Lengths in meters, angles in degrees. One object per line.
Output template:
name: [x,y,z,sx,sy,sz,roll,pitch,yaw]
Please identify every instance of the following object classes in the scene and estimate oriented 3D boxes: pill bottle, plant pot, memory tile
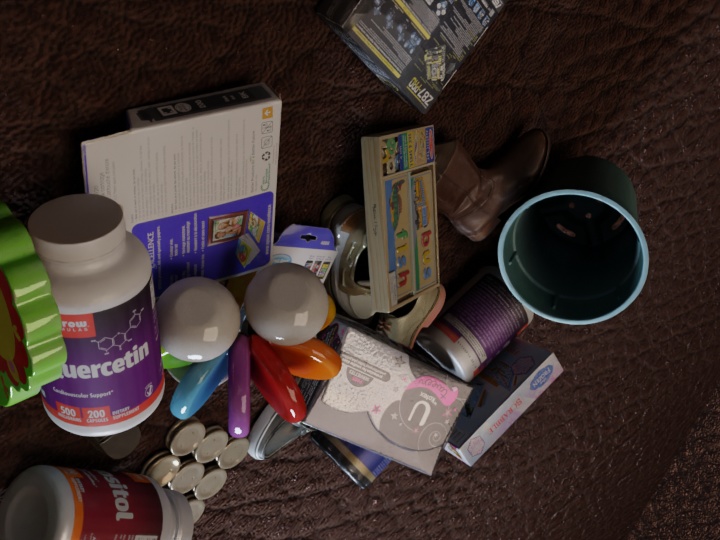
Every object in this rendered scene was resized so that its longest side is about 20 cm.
pill bottle: [0.032,0.201,1.336,0.200,0.112,0.112,-46,146,-10]
pill bottle: [-0.234,0.039,0.819,0.112,0.112,0.202,-26,134,-33]
plant pot: [0.309,-0.059,1.331,0.196,0.198,0.202,-57,164,-57]
pill bottle: [-0.281,0.276,1.021,0.199,0.113,0.113,24,102,-53]
memory tile: [-0.233,0.275,1.172,0.201,0.017,0.153,-53,146,2]
pill bottle: [0.186,0.065,1.394,0.200,0.111,0.112,-41,145,-15]

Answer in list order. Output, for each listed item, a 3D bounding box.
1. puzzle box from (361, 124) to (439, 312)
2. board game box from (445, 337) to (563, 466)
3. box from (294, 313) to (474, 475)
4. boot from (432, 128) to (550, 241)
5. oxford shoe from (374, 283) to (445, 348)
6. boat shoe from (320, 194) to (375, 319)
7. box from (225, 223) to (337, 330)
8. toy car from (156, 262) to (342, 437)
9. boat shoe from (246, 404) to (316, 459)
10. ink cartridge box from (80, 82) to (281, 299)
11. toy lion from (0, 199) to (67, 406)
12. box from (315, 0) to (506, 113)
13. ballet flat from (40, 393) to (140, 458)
puzzle box: [0.050,-0.064,1.095,0.133,0.025,0.202,-25,115,-56]
board game box: [0.168,0.176,1.403,0.199,0.200,0.041,-42,117,-14]
box: [0.019,0.152,1.181,0.199,0.115,0.133,27,89,-25]
boot: [0.154,-0.141,1.220,0.187,0.064,0.200,-57,142,3]
oxford shoe: [0.037,0.086,1.284,0.201,0.070,0.074,-60,142,-7]
boat shoe: [0.000,0.000,1.150,0.075,0.068,0.201,-39,144,-18]
box: [-0.104,0.031,1.083,0.119,0.041,0.201,4,115,-51]
toy car: [-0.114,0.090,0.942,0.198,0.151,0.175,-9,161,-11]
boat shoe: [-0.069,0.178,1.242,0.200,0.057,0.069,-48,147,-8]
ink cartridge box: [-0.172,-0.067,0.899,0.199,0.043,0.200,-19,134,-31]
toy lion: [-0.282,0.028,0.726,0.068,0.191,0.201,-24,138,-35]
box: [0.060,-0.278,0.986,0.162,0.049,0.200,-56,147,2]
ballet flat: [-0.282,0.123,0.956,0.067,0.046,0.201,-43,141,-20]
